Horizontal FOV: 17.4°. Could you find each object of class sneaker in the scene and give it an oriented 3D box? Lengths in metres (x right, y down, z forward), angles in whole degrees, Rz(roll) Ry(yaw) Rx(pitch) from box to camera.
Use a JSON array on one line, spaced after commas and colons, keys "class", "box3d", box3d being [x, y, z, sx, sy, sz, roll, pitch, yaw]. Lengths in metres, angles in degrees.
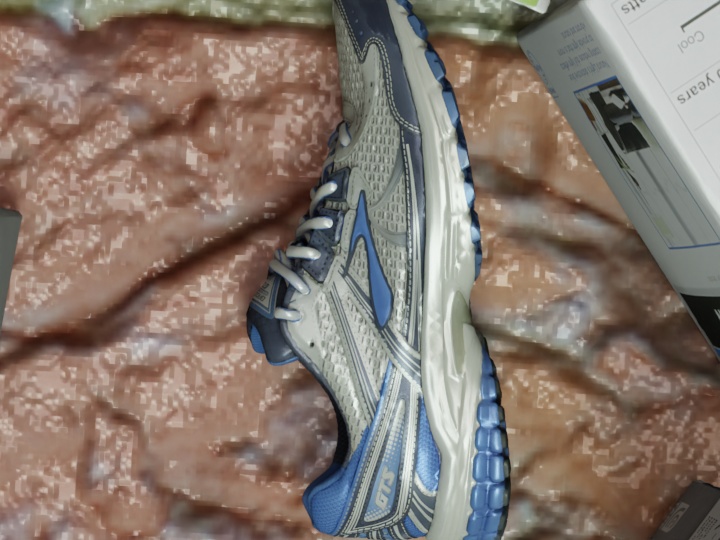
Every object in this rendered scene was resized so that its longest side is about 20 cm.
[{"class": "sneaker", "box3d": [0.000, 0.000, 0.809, 0.085, 0.077, 0.201, -7, 90, 0]}]

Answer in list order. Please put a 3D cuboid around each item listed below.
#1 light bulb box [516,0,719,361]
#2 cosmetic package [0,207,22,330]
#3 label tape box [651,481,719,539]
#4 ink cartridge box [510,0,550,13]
[{"class": "light bulb box", "box3d": [0.193, -0.054, 0.798, 0.198, 0.125, 0.201, -33, 93, -4]}, {"class": "cosmetic package", "box3d": [-0.183, 0.066, 0.788, 0.106, 0.090, 0.201, 8, 93, -2]}, {"class": "label tape box", "box3d": [0.166, 0.143, 0.751, 0.144, 0.200, 0.063, 39, 87, -4]}, {"class": "ink cartridge box", "box3d": [-0.009, -0.186, 0.807, 0.199, 0.076, 0.149, 22, 88, -6]}]
